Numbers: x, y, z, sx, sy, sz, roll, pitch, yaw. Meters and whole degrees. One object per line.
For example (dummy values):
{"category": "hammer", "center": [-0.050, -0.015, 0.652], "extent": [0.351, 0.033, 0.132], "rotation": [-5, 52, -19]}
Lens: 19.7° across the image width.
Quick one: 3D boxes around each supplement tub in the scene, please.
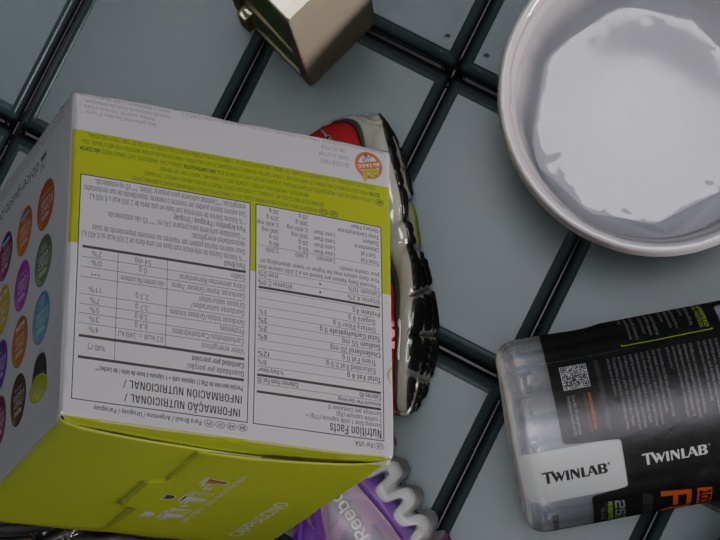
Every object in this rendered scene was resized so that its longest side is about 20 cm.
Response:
{"category": "supplement tub", "center": [0.190, 0.088, 1.302], "extent": [0.198, 0.123, 0.124], "rotation": [-11, 84, 2]}

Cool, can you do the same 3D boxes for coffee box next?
{"category": "coffee box", "center": [-0.110, 0.039, 1.229], "extent": [0.198, 0.200, 0.200], "rotation": [9, 65, -23]}

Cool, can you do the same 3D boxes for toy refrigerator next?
{"category": "toy refrigerator", "center": [-0.043, -0.179, 1.299], "extent": [0.070, 0.200, 0.076], "rotation": [-44, 85, -2]}

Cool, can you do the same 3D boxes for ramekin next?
{"category": "ramekin", "center": [0.187, -0.105, 1.330], "extent": [0.198, 0.105, 0.202], "rotation": [0, 85, 3]}

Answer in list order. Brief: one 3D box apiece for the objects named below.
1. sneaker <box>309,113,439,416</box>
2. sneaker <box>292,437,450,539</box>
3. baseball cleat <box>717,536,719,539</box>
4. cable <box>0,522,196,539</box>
{"category": "sneaker", "center": [0.000, 0.000, 1.352], "extent": [0.084, 0.077, 0.202], "rotation": [-12, 77, 12]}
{"category": "sneaker", "center": [0.006, 0.173, 1.329], "extent": [0.088, 0.080, 0.201], "rotation": [-30, 79, 6]}
{"category": "baseball cleat", "center": [0.185, 0.237, 1.302], "extent": [0.106, 0.070, 0.201], "rotation": [31, 86, -25]}
{"category": "cable", "center": [-0.175, 0.162, 1.296], "extent": [0.199, 0.050, 0.097], "rotation": [-32, 77, -32]}
